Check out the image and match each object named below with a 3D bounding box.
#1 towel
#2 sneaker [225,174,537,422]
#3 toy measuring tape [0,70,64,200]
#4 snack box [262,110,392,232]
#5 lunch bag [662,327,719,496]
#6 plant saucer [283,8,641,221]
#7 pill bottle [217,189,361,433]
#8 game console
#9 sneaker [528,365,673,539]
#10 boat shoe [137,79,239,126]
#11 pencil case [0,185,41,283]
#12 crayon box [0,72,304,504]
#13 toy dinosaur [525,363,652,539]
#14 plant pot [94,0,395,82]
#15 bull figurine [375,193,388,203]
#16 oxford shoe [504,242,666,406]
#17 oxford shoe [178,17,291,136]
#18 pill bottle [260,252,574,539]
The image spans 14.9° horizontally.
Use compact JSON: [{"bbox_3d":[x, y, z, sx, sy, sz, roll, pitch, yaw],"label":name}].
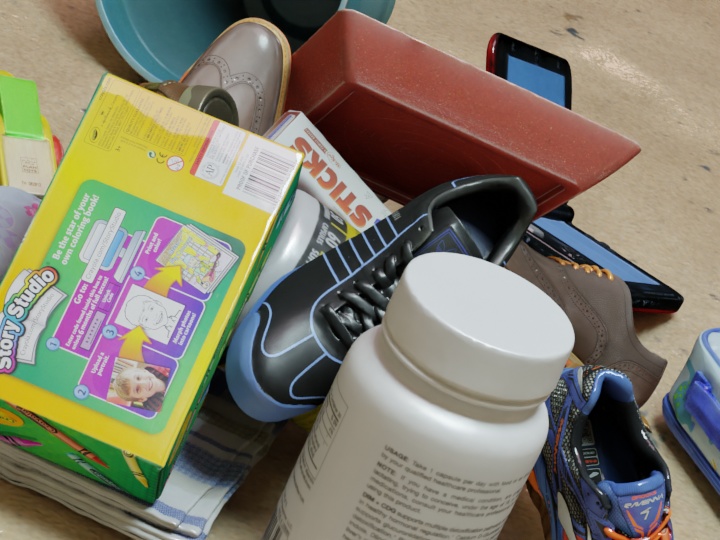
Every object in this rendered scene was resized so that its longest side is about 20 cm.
[{"bbox_3d":[-0.127,0.087,1.529,0.147,0.024,0.200,25,24,6],"label":"towel"},{"bbox_3d":[0.013,0.008,1.481,0.200,0.078,0.070,-40,98,-31],"label":"sneaker"},{"bbox_3d":[-0.212,-0.035,1.668,0.074,0.074,0.200,8,52,-30],"label":"toy measuring tape"},{"bbox_3d":[0.000,0.000,1.646,0.200,0.072,0.024,48,-13,-20],"label":"snack box"},{"bbox_3d":[0.292,0.121,1.755,0.161,0.083,0.200,8,30,-32],"label":"lunch bag"},{"bbox_3d":[0.043,-0.077,1.676,0.199,0.037,0.200,24,-17,-12],"label":"plant saucer"},{"bbox_3d":[0.007,0.052,1.577,0.200,0.111,0.111,37,22,-17],"label":"pill bottle"},{"bbox_3d":[0.156,-0.062,1.887,0.172,0.119,0.200,34,10,18],"label":"game console"},{"bbox_3d":[0.141,0.143,1.516,0.075,0.078,0.200,-14,76,-25],"label":"sneaker"},{"bbox_3d":[-0.133,-0.016,1.548,0.068,0.072,0.200,8,61,28],"label":"boat shoe"},{"bbox_3d":[-0.247,0.008,1.505,0.091,0.083,0.200,37,28,22],"label":"pencil case"},{"bbox_3d":[-0.122,0.007,1.456,0.119,0.058,0.200,23,66,3],"label":"crayon box"},{"bbox_3d":[0.114,0.102,1.631,0.060,0.106,0.200,23,31,-23],"label":"toy dinosaur"},{"bbox_3d":[-0.066,-0.217,1.988,0.200,0.200,0.188,32,12,17],"label":"plant pot"},{"bbox_3d":[-0.049,-0.037,1.733,0.200,0.065,0.121,31,22,7],"label":"bull figurine"},{"bbox_3d":[0.118,0.015,1.701,0.200,0.073,0.071,51,-10,-32],"label":"oxford shoe"},{"bbox_3d":[-0.101,-0.065,1.630,0.071,0.200,0.073,27,-8,7],"label":"oxford shoe"},{"bbox_3d":[0.030,0.098,1.435,0.113,0.200,0.113,20,26,-10],"label":"pill bottle"}]
